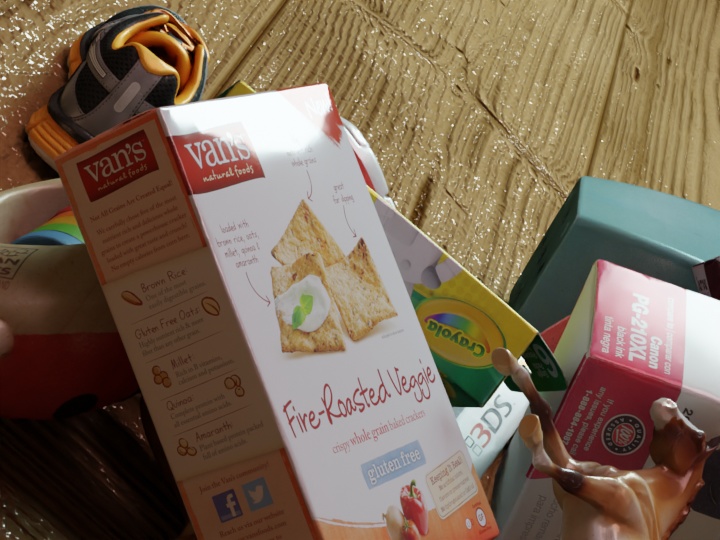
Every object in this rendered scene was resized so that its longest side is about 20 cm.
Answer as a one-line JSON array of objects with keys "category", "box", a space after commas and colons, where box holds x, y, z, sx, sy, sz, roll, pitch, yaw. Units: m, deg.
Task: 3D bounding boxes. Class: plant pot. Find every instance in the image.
[{"category": "plant pot", "box": [0.191, 0.041, 1.548, 0.199, 0.142, 0.141, 29, 19, -3]}]

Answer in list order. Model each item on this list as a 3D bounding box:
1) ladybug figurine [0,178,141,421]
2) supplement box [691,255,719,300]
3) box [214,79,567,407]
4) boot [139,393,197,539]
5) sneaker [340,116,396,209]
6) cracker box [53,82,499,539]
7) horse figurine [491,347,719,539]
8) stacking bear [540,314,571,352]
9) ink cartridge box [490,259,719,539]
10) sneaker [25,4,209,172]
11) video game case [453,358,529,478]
[{"category": "ladybug figurine", "box": [-0.120, 0.011, 1.084, 0.135, 0.072, 0.200, 4, 15, 17]}, {"category": "supplement box", "box": [0.240, 0.082, 1.409, 0.109, 0.061, 0.201, 84, -10, -87]}, {"category": "box", "box": [0.000, 0.000, 1.184, 0.200, 0.048, 0.117, 38, -9, -7]}, {"category": "boot", "box": [-0.060, 0.119, 1.057, 0.155, 0.077, 0.201, -5, 60, -58]}, {"category": "sneaker", "box": [-0.004, 0.014, 1.367, 0.082, 0.077, 0.200, -26, 77, -35]}, {"category": "cracker box", "box": [-0.029, 0.032, 1.017, 0.134, 0.057, 0.201, -17, 85, -61]}, {"category": "horse figurine", "box": [0.091, 0.126, 1.064, 0.133, 0.050, 0.201, 43, 44, -41]}, {"category": "stacking bear", "box": [0.166, 0.121, 1.393, 0.121, 0.114, 0.201, 12, 40, -52]}, {"category": "ink cartridge box", "box": [0.175, 0.102, 1.219, 0.199, 0.145, 0.085, 19, 35, -4]}, {"category": "sneaker", "box": [-0.108, -0.100, 1.344, 0.078, 0.077, 0.200, 39, 21, -11]}, {"category": "video game case", "box": [-0.015, 0.033, 1.260, 0.200, 0.036, 0.181, 44, 39, -2]}]
